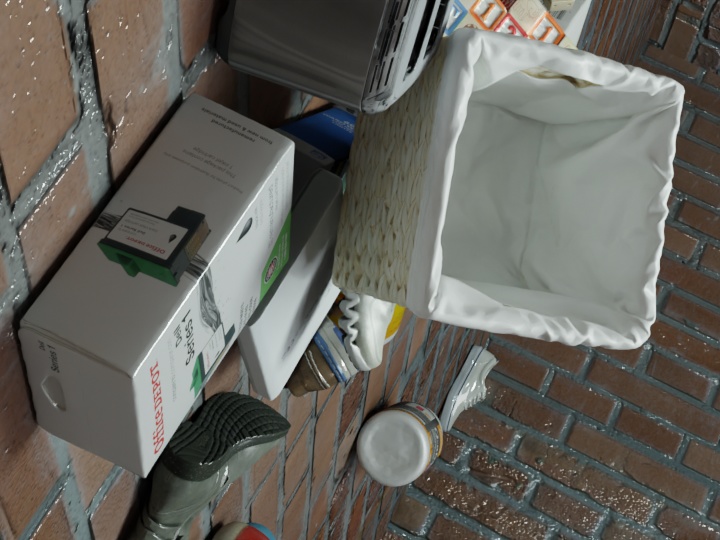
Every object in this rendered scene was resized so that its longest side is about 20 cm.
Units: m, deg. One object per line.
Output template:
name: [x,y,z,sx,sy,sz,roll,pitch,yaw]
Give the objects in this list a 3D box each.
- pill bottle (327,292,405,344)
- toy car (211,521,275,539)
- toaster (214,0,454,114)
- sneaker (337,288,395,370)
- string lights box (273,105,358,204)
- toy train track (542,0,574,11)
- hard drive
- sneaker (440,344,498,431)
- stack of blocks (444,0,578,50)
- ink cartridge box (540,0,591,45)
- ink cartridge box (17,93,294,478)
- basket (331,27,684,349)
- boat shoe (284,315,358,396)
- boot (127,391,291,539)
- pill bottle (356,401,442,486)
pill bottle: [0.000,0.000,1.478,0.109,0.108,0.202,-50,161,-52]
toy car: [-0.099,0.389,1.635,0.178,0.198,0.184,-65,169,4]
toaster: [-0.006,-0.198,0.963,0.114,0.128,0.202,-51,163,-51]
sneaker: [0.025,-0.018,1.192,0.075,0.080,0.203,-76,173,-81]
string lights box: [-0.040,-0.072,1.257,0.104,0.059,0.200,-65,169,20]
toy train track: [0.142,-0.308,1.335,0.113,0.201,0.033,-7,143,-20]
hard drive: [-0.052,0.016,1.188,0.133,0.026,0.200,-59,169,-17]
sneaker: [0.232,0.260,3.238,0.202,0.070,0.073,-63,169,-7]
stack of blocks: [0.103,-0.189,1.289,0.116,0.200,0.058,-51,-156,-14]
ink cartridge box: [0.113,-0.196,1.477,0.200,0.146,0.146,-53,164,-45]
ink cartridge box: [-0.126,0.012,0.978,0.201,0.084,0.147,-59,167,-30]
basket: [0.103,-0.056,1.101,0.160,0.196,0.203,8,-91,62]
boat shoe: [-0.063,0.065,1.363,0.072,0.073,0.200,-31,-168,-8]
boot: [-0.146,0.191,1.370,0.132,0.067,0.200,-63,163,20]
pill bottle: [0.068,0.267,2.370,0.117,0.115,0.200,-65,169,7]
